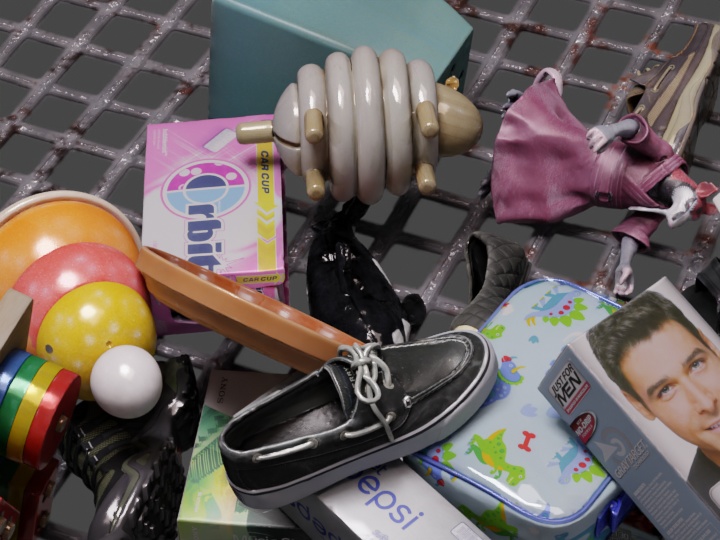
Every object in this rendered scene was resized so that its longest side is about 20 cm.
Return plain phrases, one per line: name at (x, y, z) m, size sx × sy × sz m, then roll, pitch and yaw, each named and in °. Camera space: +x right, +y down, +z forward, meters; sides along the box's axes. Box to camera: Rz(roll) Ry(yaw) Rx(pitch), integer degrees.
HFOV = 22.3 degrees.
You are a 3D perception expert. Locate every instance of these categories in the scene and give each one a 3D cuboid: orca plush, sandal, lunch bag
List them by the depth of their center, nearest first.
lunch bag at (0.132, 0.108, 1.251) m, size 0.160 × 0.083 × 0.200 m, roll 25°, pitch 52°, yaw 28°
sandal at (0.286, 0.010, 1.387) m, size 0.075 × 0.048 × 0.200 m, roll 17°, pitch 30°, yaw 18°
orca plush at (0.000, 0.000, 1.434) m, size 0.104 × 0.072 × 0.201 m, roll 1°, pitch 44°, yaw 4°

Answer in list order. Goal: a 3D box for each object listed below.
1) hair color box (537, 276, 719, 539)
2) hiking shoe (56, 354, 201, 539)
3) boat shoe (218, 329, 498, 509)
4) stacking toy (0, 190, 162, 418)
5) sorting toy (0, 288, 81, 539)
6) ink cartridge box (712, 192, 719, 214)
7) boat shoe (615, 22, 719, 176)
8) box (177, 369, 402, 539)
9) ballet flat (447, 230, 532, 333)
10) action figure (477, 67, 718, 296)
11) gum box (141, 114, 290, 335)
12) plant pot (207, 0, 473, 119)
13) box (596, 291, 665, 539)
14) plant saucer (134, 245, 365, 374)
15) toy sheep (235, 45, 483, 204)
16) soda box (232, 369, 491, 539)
hair color box at (0.219, 0.113, 1.170) m, size 0.099 × 0.061 × 0.200 m, roll -31°, pitch 71°, yaw -31°
hiking shoe at (-0.176, 0.140, 1.308) m, size 0.099 × 0.076 × 0.201 m, roll -3°, pitch 34°, yaw 12°
boat shoe at (-0.002, 0.082, 1.193) m, size 0.198 × 0.068 × 0.074 m, roll -22°, pitch 48°, yaw -7°
stacking toy at (-0.191, 0.041, 1.289) m, size 0.145 × 0.147 × 0.200 m, roll -22°, pitch 32°, yaw -19°
sorting toy at (-0.252, 0.153, 1.207) m, size 0.069 × 0.200 × 0.201 m, roll 22°, pitch 47°, yaw 3°
ink cartridge box at (0.363, 0.013, 1.336) m, size 0.145 × 0.084 × 0.201 m, roll 25°, pitch 33°, yaw -39°
boat shoe at (0.265, -0.152, 1.576) m, size 0.073 × 0.075 × 0.201 m, roll 14°, pitch 45°, yaw 16°
box at (-0.023, 0.139, 1.317) m, size 0.198 × 0.037 × 0.145 m, roll 2°, pitch 45°, yaw 7°
ballet flat at (0.085, 0.030, 1.381) m, size 0.056 × 0.067 × 0.200 m, roll 27°, pitch 27°, yaw 2°
action figure at (0.203, -0.073, 1.489) m, size 0.198 × 0.135 × 0.149 m, roll 14°, pitch 27°, yaw 20°
gum box at (-0.117, -0.036, 1.479) m, size 0.112 × 0.067 × 0.201 m, roll -4°, pitch 44°, yaw 0°
plant pot at (-0.012, -0.187, 1.585) m, size 0.198 × 0.142 × 0.142 m, roll 23°, pitch 49°, yaw 14°
box at (0.194, 0.112, 1.332) m, size 0.136 × 0.040 × 0.200 m, roll 20°, pitch 48°, yaw 23°
plant saucer at (-0.071, 0.037, 1.301) m, size 0.199 × 0.200 × 0.033 m, roll 24°, pitch 90°, yaw 25°
toy sheep at (-0.001, -0.115, 1.458) m, size 0.198 × 0.139 × 0.139 m, roll 1°, pitch 43°, yaw -4°
soda box at (0.001, 0.158, 1.226) m, size 0.063 × 0.069 × 0.200 m, roll -34°, pitch 54°, yaw -24°
